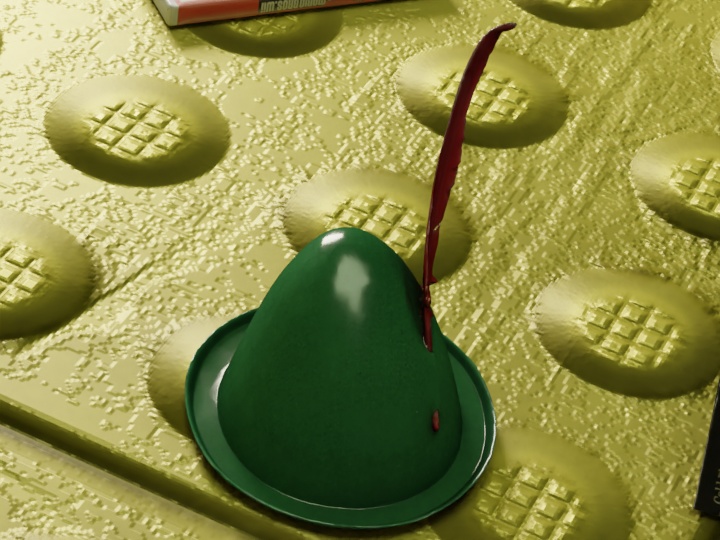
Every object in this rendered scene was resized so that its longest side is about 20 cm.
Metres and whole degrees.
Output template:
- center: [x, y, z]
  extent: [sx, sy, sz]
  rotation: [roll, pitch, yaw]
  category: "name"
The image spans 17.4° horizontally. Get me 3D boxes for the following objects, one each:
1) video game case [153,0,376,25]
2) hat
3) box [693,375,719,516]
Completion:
- center: [-0.058, -0.219, 1.573]
  extent: [0.199, 0.018, 0.143]
  rotation: [-10, 43, -23]
  category: "video game case"
- center: [0.000, 0.000, 1.191]
  extent: [0.164, 0.177, 0.201]
  rotation: [2, 40, -10]
  category: "hat"
- center: [0.290, 0.054, 1.240]
  extent: [0.181, 0.105, 0.200]
  rotation: [14, 38, 14]
  category: "box"
